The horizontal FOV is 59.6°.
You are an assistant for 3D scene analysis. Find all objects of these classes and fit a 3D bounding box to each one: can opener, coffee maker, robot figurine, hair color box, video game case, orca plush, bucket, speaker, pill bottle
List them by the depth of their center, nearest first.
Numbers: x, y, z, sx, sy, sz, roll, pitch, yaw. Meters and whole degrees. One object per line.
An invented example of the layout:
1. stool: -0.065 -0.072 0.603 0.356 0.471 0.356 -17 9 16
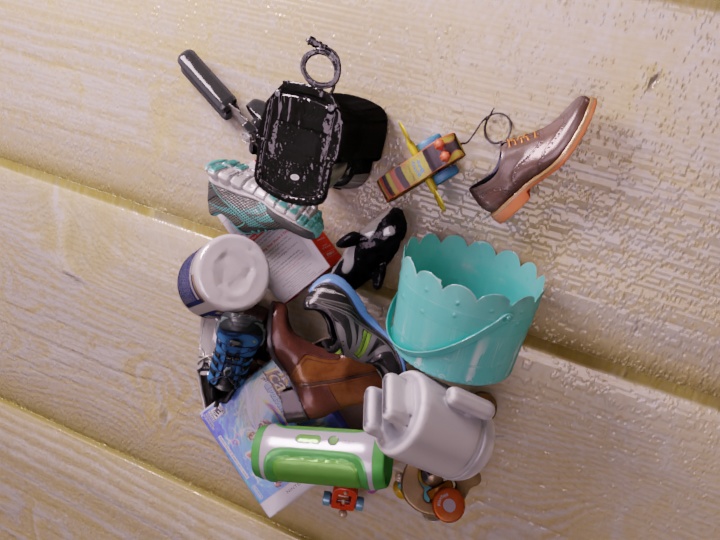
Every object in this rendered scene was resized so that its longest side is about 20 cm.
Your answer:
1. robot figurine: 0.097 0.205 0.826 0.199 0.114 0.169 28 135 -25
2. bucket: 0.136 0.049 0.845 0.205 0.207 0.137 17 112 15
3. coffee maker: -0.037 -0.192 0.850 0.134 0.200 0.193 40 113 5
4. orca plush: 0.000 0.000 0.913 0.199 0.105 0.071 -37 60 8
5. speaker: -0.055 0.271 0.916 0.197 0.088 0.090 0 101 14
6. pill bottle: -0.219 0.015 0.963 0.199 0.110 0.112 -16 98 62
7. can opener: -0.203 -0.267 0.981 0.200 0.053 0.067 43 77 4
8. hair color box: -0.133 -0.062 0.985 0.110 0.064 0.201 -36 89 22
9. video game case: -0.126 0.254 0.999 0.180 0.045 0.201 -36 88 4

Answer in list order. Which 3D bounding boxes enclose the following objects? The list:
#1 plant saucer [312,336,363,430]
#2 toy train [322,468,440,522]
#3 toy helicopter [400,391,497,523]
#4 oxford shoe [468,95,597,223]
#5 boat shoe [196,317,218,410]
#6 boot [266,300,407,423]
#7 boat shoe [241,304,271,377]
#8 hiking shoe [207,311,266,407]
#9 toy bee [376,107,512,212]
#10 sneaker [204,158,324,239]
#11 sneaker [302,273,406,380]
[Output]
1. plant saucer: -0.020 0.200 1.017 0.197 0.032 0.203 4 103 18
2. toy train: 0.039 0.345 1.014 0.197 0.056 0.152 6 129 3
3. toy helicopter: 0.129 0.261 0.930 0.132 0.079 0.201 34 77 13
4. oxford shoe: 0.226 -0.156 0.829 0.073 0.071 0.200 38 111 -4
5. boat shoe: -0.249 0.160 1.070 0.071 0.066 0.203 5 103 19
6. boot: -0.033 0.120 0.939 0.197 0.068 0.191 -13 85 1
7. boat shoe: -0.179 0.154 1.045 0.071 0.072 0.203 11 98 18
8. hiking shoe: -0.183 0.131 0.919 0.073 0.088 0.201 10 148 -11
9. toy bee: 0.097 -0.159 0.861 0.131 0.109 0.201 42 111 8
10. sneaker: -0.143 -0.087 0.923 0.198 0.078 0.092 29 124 14
11. sneaker: -0.008 0.099 0.884 0.083 0.071 0.200 -42 99 -19
